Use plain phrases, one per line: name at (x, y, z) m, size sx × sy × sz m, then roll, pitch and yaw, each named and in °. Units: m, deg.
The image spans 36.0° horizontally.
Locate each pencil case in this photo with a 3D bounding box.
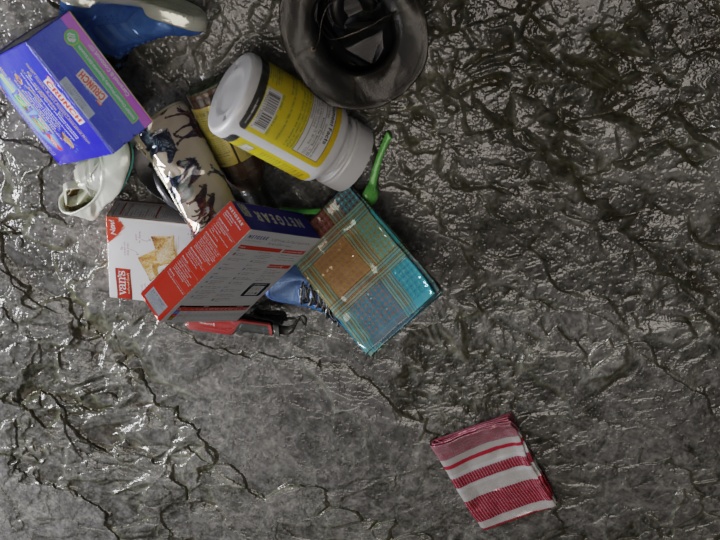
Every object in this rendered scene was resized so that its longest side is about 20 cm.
pencil case at (-0.225, -0.118, 1.471) m, size 0.089 × 0.078 × 0.202 m, roll -29°, pitch 93°, yaw -2°

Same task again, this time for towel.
towel at (0.000, 0.000, 1.524) m, size 0.147 × 0.022 × 0.201 m, roll -43°, pitch 82°, yaw 20°
towel at (0.217, 0.328, 1.779) m, size 0.142 × 0.023 × 0.201 m, roll -22°, pitch 116°, yaw 18°

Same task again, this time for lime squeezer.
lime squeezer at (-0.021, -0.107, 1.541) m, size 0.199 × 0.038 × 0.071 m, roll -32°, pitch 112°, yaw 22°

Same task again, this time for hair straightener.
hair straightener at (-0.161, 0.064, 1.631) m, size 0.197 × 0.077 × 0.042 m, roll 0°, pitch 112°, yaw 27°

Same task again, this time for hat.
hat at (-0.007, -0.308, 1.401) m, size 0.197 × 0.081 × 0.204 m, roll 1°, pitch 110°, yaw 4°

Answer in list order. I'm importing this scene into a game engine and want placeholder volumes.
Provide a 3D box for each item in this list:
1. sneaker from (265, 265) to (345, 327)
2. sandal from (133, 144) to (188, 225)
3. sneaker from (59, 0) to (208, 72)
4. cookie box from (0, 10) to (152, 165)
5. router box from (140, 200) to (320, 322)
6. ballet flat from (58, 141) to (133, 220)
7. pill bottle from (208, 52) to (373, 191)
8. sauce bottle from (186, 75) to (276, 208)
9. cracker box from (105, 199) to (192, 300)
sneaker at (-0.043, 0.029, 1.591) m, size 0.197 × 0.090 × 0.080 m, roll 3°, pitch 119°, yaw 4°
sandal at (-0.238, -0.106, 1.524) m, size 0.076 × 0.043 × 0.200 m, roll -43°, pitch 88°, yaw 1°
sneaker at (-0.295, -0.300, 1.430) m, size 0.197 × 0.077 × 0.113 m, roll 11°, pitch 115°, yaw 4°
cookie box at (-0.379, -0.228, 1.420) m, size 0.199 × 0.075 × 0.172 m, roll 3°, pitch 133°, yaw 56°
router box at (-0.167, -0.007, 1.470) m, size 0.179 × 0.199 × 0.049 m, roll -43°, pitch 72°, yaw 16°
ballet flat at (-0.365, -0.119, 1.504) m, size 0.069 × 0.070 × 0.200 m, roll 34°, pitch 147°, yaw -14°
pill bottle at (-0.088, -0.187, 1.438) m, size 0.198 × 0.115 × 0.114 m, roll 26°, pitch 120°, yaw -29°
sauce bottle at (-0.171, -0.163, 1.507) m, size 0.064 × 0.065 × 0.202 m, roll -15°, pitch 117°, yaw 13°
cracker box at (-0.264, -0.022, 1.601) m, size 0.197 × 0.058 × 0.136 m, roll 6°, pitch 120°, yaw 3°
